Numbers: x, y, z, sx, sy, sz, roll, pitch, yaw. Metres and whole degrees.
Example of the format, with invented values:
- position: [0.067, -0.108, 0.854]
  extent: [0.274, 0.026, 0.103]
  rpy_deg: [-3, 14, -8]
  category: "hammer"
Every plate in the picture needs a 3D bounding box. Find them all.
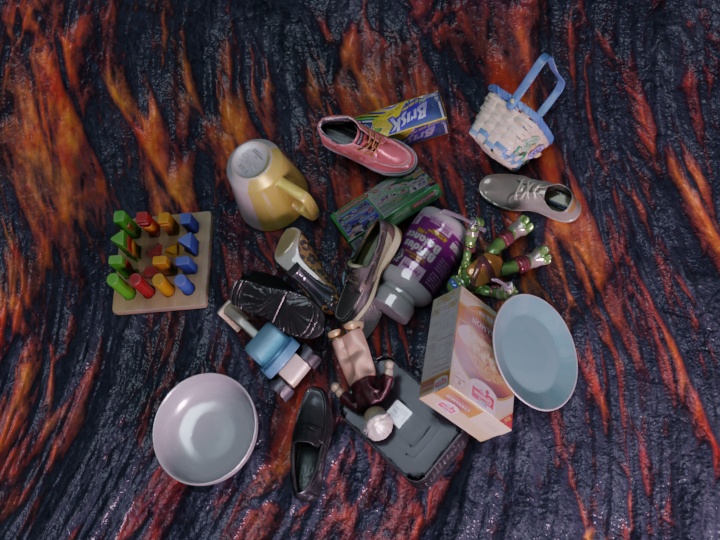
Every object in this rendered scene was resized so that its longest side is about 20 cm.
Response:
- position: [0.292, 0.140, 1.546]
  extent: [0.025, 0.198, 0.204]
  rpy_deg: [-27, 54, 50]
  category: "plate"

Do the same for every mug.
- position: [-0.173, -0.178, 1.769]
  extent: [0.183, 0.154, 0.152]
  rpy_deg: [-3, 67, 11]
  category: "mug"

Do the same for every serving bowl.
- position: [-0.273, 0.292, 1.647]
  extent: [0.196, 0.066, 0.204]
  rpy_deg: [-4, 67, 10]
  category: "serving bowl"

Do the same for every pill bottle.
- position: [0.105, -0.007, 1.658]
  extent: [0.111, 0.113, 0.201]
  rpy_deg: [30, 77, 22]
  category: "pill bottle"

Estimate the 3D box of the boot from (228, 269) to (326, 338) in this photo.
- position: [-0.144, 0.058, 1.665]
  extent: [0.195, 0.162, 0.075]
  rpy_deg: [21, 95, 5]
  category: "boot"

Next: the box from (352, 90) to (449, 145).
- position: [0.073, -0.285, 1.802]
  extent: [0.197, 0.070, 0.065]
  rpy_deg: [-17, 70, 5]
  category: "box"

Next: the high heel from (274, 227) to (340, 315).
- position: [-0.094, 0.003, 1.742]
  extent: [0.071, 0.143, 0.201]
  rpy_deg: [-39, 30, 11]
  category: "high heel"

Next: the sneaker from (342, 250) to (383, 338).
- position: [0.000, 0.035, 1.700]
  extent: [0.081, 0.073, 0.203]
  rpy_deg: [2, 70, 45]
  category: "sneaker"

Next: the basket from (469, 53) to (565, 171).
- position: [0.306, -0.295, 1.702]
  extent: [0.138, 0.176, 0.202]
  rpy_deg: [36, 98, 24]
  category: "basket"

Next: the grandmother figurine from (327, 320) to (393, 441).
- position: [0.008, 0.187, 1.533]
  extent: [0.120, 0.060, 0.203]
  rpy_deg: [-31, 64, 29]
  category: "grandmother figurine"

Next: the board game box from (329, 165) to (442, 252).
- position: [0.046, -0.124, 1.727]
  extent: [0.198, 0.029, 0.135]
  rpy_deg: [-33, 29, -1]
  category: "board game box"

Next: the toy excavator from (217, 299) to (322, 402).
- position: [-0.177, 0.129, 1.664]
  extent: [0.200, 0.194, 0.100]
  rpy_deg: [45, 82, -4]
  category: "toy excavator"

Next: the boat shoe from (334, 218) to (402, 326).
- position: [0.001, 0.000, 1.616]
  extent: [0.071, 0.066, 0.203]
  rpy_deg: [26, 87, 50]
  category: "boat shoe"

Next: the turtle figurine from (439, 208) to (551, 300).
- position: [0.246, -0.027, 1.593]
  extent: [0.192, 0.202, 0.144]
  rpy_deg: [-27, 47, -26]
  category: "turtle figurine"

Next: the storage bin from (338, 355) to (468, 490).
- position: [0.075, 0.262, 1.566]
  extent: [0.199, 0.094, 0.135]
  rpy_deg: [39, 81, 23]
  category: "storage bin"

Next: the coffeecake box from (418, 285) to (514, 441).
- position: [0.185, 0.155, 1.518]
  extent: [0.073, 0.153, 0.202]
  rpy_deg: [-29, 35, 40]
  category: "coffeecake box"

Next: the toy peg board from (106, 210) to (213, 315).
- position: [-0.403, -0.030, 1.790]
  extent: [0.195, 0.098, 0.204]
  rpy_deg: [-5, 68, 11]
  category: "toy peg board"

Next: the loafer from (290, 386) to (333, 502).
- position: [-0.088, 0.301, 1.598]
  extent: [0.067, 0.071, 0.204]
  rpy_deg: [0, 68, 12]
  category: "loafer"

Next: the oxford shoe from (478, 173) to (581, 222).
- position: [0.315, -0.144, 1.698]
  extent: [0.197, 0.058, 0.076]
  rpy_deg: [19, 75, 21]
  category: "oxford shoe"

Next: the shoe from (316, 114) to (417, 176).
- position: [0.011, -0.236, 1.719]
  extent: [0.197, 0.091, 0.073]
  rpy_deg: [21, 89, 8]
  category: "shoe"
